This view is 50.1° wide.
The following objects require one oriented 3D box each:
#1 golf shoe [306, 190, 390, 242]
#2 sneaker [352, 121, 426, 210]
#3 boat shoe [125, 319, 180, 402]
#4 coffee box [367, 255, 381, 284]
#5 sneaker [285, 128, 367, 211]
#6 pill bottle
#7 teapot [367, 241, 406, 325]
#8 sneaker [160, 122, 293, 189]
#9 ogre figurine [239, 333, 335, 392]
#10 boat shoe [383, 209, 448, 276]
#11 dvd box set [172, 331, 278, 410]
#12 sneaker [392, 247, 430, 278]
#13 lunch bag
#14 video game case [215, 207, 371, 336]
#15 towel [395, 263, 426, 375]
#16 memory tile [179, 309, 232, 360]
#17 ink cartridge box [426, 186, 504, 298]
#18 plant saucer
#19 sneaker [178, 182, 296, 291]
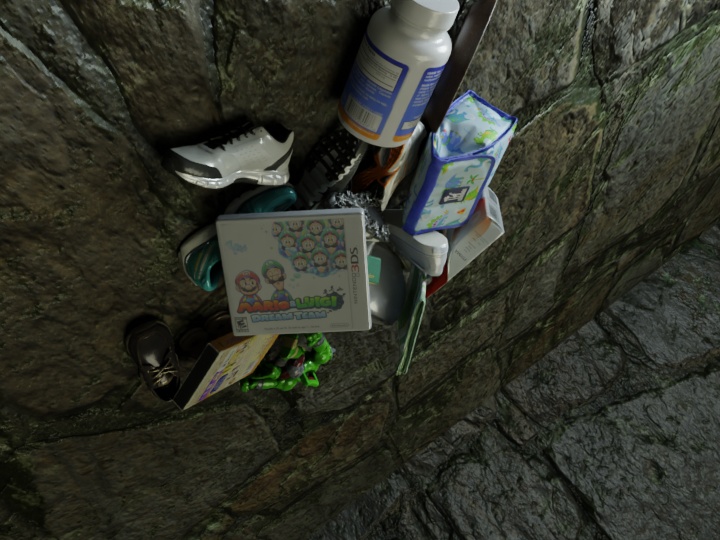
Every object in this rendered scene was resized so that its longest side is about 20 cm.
[{"bbox_3d":[-0.026,-0.073,1.146,0.094,0.078,0.200,-20,167,24],"label":"golf shoe"},{"bbox_3d":[0.050,-0.157,1.239,0.092,0.076,0.200,-21,151,-44],"label":"sneaker"},{"bbox_3d":[-0.320,0.148,1.234,0.074,0.073,0.200,-31,154,-19],"label":"boat shoe"},{"bbox_3d":[-0.083,-0.009,1.177,0.123,0.200,0.044,15,80,-61],"label":"coffee box"},{"bbox_3d":[-0.044,-0.136,1.153,0.090,0.066,0.200,-9,146,-52],"label":"sneaker"},{"bbox_3d":[0.050,-0.269,0.998,0.112,0.112,0.200,-18,148,-38],"label":"pill bottle"},{"bbox_3d":[0.000,0.000,1.338,0.197,0.200,0.146,28,78,-42],"label":"teapot"},{"bbox_3d":[-0.163,-0.151,0.969,0.200,0.074,0.080,-14,131,-51],"label":"sneaker"},{"bbox_3d":[-0.136,0.185,1.531,0.200,0.098,0.120,-53,143,3],"label":"ogre figurine"},{"bbox_3d":[0.084,-0.050,1.313,0.072,0.200,0.069,-13,119,-30],"label":"boat shoe"},{"bbox_3d":[-0.221,0.153,1.332,0.146,0.029,0.200,-54,165,28],"label":"dvd box set"},{"bbox_3d":[0.124,-0.035,1.550,0.084,0.075,0.200,-38,165,1],"label":"sneaker"},{"bbox_3d":[0.148,-0.165,1.246,0.200,0.127,0.170,-42,161,-39],"label":"lunch bag"},{"bbox_3d":[-0.089,0.005,1.066,0.200,0.024,0.182,-3,116,3],"label":"video game case"},{"bbox_3d":[0.086,0.067,1.313,0.200,0.023,0.153,-79,-178,-63],"label":"towel"},{"bbox_3d":[-0.214,0.096,1.362,0.200,0.017,0.153,-36,156,-9],"label":"memory tile"},{"bbox_3d":[0.162,-0.051,1.367,0.200,0.050,0.162,-40,-164,21],"label":"ink cartridge box"},{"bbox_3d":[0.133,-0.289,1.072,0.200,0.032,0.200,-155,-90,-89],"label":"plant saucer"},{"bbox_3d":[-0.166,-0.049,1.108,0.200,0.080,0.078,-41,155,2],"label":"sneaker"}]
